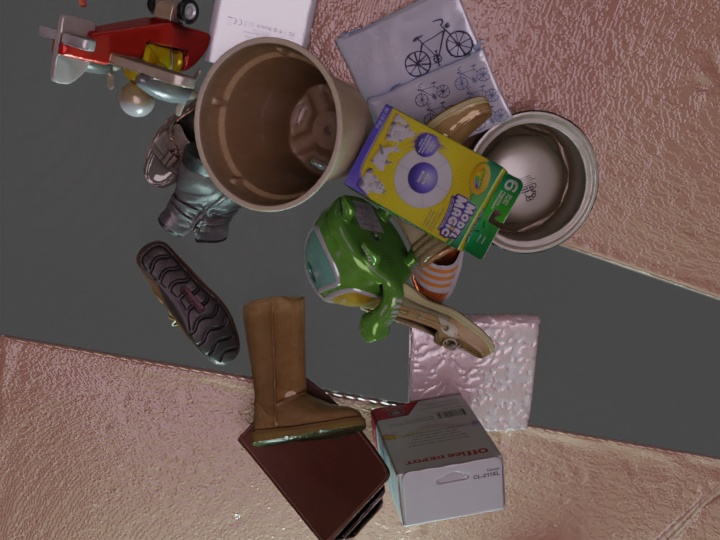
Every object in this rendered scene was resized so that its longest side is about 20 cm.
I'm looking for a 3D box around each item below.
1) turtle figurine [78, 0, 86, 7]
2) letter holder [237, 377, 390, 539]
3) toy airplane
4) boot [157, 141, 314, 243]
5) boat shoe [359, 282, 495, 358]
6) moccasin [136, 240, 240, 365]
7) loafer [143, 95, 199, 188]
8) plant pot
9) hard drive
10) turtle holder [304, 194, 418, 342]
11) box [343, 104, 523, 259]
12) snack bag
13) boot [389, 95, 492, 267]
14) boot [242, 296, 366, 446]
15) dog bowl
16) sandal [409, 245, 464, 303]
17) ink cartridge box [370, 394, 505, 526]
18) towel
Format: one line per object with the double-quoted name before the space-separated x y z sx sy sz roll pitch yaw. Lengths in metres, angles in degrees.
"turtle figurine" -0.290 -0.391 0.993 0.160 0.065 0.201 -3 60 -18
"letter holder" -0.049 0.263 1.136 0.142 0.101 0.200 -48 66 3
"toy airplane" -0.289 -0.253 0.978 0.198 0.200 0.142 -1 121 -5
"boot" -0.170 -0.097 1.104 0.199 0.070 0.132 11 122 -26
"boat shoe" 0.097 0.077 1.149 0.200 0.073 0.063 31 76 6
"moccasin" -0.243 0.048 1.126 0.074 0.078 0.202 -45 102 -12
"loafer" -0.222 -0.190 1.071 0.072 0.063 0.200 43 94 -14
"plant pot" -0.077 -0.181 1.014 0.199 0.183 0.202 3 99 23
"hard drive" -0.124 -0.364 1.062 0.131 0.025 0.201 11 102 -11
"turtle holder" 0.002 -0.006 1.102 0.132 0.141 0.186 -40 90 31
"box" 0.091 -0.108 0.995 0.199 0.048 0.118 30 98 14
"snack bag" 0.085 -0.261 1.080 0.188 0.021 0.201 -19 107 25
"boot" 0.119 -0.115 1.046 0.200 0.073 0.156 -37 73 20
"boot" -0.083 0.131 1.098 0.174 0.066 0.201 -10 70 16
"dog bowl" 0.234 -0.130 1.146 0.199 0.074 0.202 -2 104 -8
"sandal" 0.106 -0.036 1.121 0.079 0.059 0.208 31 126 22
"ink cartridge box" 0.104 0.261 1.125 0.145 0.200 0.083 -8 106 -7
"towel" 0.171 0.157 1.229 0.199 0.032 0.192 0 104 -8
